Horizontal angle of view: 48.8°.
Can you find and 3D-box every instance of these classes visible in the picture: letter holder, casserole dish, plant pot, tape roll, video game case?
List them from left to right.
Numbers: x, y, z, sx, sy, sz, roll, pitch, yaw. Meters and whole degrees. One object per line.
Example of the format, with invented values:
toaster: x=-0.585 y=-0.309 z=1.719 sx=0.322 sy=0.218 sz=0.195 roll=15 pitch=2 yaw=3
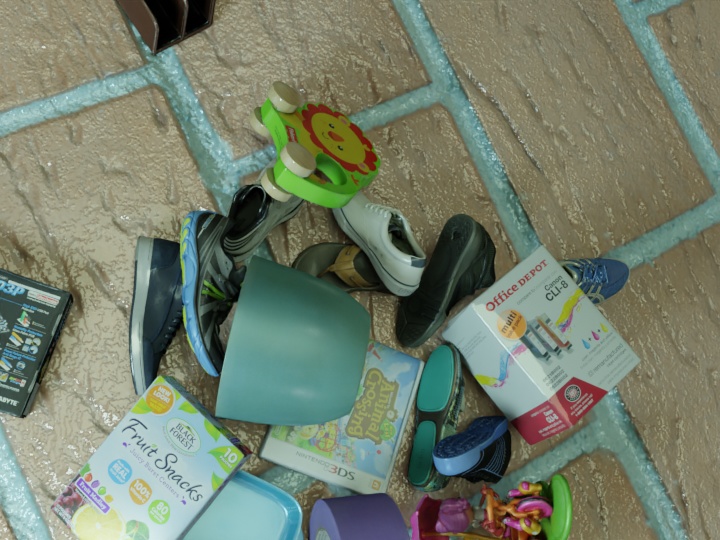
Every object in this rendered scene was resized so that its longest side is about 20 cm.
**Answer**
letter holder: x=-0.288 y=-0.426 z=1.070 sx=0.100 sy=0.142 sz=0.201 roll=-34 pitch=89 yaw=-21
casserole dish: x=-0.167 y=0.312 z=0.995 sx=0.198 sy=0.039 sz=0.122 roll=27 pitch=71 yaw=-10
plant pot: x=-0.076 y=0.098 z=0.972 sx=0.159 sy=0.201 sz=0.203 roll=13 pitch=74 yaw=-3
video game case: x=-0.021 y=0.186 z=1.077 sx=0.180 sy=0.022 sz=0.202 roll=23 pitch=72 yaw=-11
tape roll: x=-0.001 y=0.373 z=0.946 sx=0.084 sy=0.200 sz=0.203 roll=-2 pitch=78 yaw=-18

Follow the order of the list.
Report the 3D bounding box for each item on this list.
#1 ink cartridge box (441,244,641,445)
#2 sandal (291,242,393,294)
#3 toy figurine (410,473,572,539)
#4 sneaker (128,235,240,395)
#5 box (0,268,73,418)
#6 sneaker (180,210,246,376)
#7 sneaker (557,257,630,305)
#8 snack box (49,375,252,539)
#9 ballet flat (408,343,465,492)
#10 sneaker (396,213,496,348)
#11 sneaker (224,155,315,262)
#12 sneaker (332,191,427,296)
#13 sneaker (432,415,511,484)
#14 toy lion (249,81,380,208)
ink cartridge box: x=0.235 y=0.101 z=1.068 sx=0.145 sy=0.145 sz=0.201 roll=-36 pitch=79 yaw=-20
sandal: x=0.000 y=0.000 z=1.108 sx=0.197 sy=0.055 sz=0.083 roll=5 pitch=76 yaw=-16
toy figurine: x=0.157 y=0.332 z=1.026 sx=0.181 sy=0.201 sz=0.151 roll=5 pitch=46 yaw=-4
sneaker: x=-0.220 y=0.059 z=1.015 sx=0.144 sy=0.077 sz=0.205 roll=5 pitch=75 yaw=-13
box: x=-0.471 y=0.071 z=0.952 sx=0.198 sy=0.046 sz=0.161 roll=20 pitch=73 yaw=-12
sneaker: x=-0.175 y=0.026 z=0.962 sx=0.082 sy=0.071 sz=0.203 roll=-1 pitch=83 yaw=-16
sneaker: x=0.327 y=0.019 z=1.193 sx=0.197 sy=0.077 sz=0.077 roll=-12 pitch=81 yaw=-19
snack box: x=-0.245 y=0.246 z=0.934 sx=0.142 sy=0.053 sz=0.200 roll=40 pitch=87 yaw=9
ballet flat: x=0.112 y=0.205 z=1.098 sx=0.073 sy=0.074 sz=0.202 roll=18 pitch=75 yaw=-12
sneaker: x=0.131 y=0.028 z=1.129 sx=0.114 sy=0.076 sz=0.201 roll=25 pitch=93 yaw=-48
sneaker: x=-0.115 y=-0.101 z=1.064 sx=0.075 sy=0.115 sz=0.201 roll=38 pitch=70 yaw=-5
sneaker: x=0.030 y=-0.059 z=1.088 sx=0.072 sy=0.071 sz=0.201 roll=-6 pitch=49 yaw=-44
sneaker: x=0.156 y=0.250 z=1.047 sx=0.199 sy=0.069 sz=0.079 roll=-9 pitch=90 yaw=-59
toy lion: x=-0.049 y=-0.161 z=1.078 sx=0.190 sy=0.069 sz=0.202 roll=19 pitch=40 yaw=-34
